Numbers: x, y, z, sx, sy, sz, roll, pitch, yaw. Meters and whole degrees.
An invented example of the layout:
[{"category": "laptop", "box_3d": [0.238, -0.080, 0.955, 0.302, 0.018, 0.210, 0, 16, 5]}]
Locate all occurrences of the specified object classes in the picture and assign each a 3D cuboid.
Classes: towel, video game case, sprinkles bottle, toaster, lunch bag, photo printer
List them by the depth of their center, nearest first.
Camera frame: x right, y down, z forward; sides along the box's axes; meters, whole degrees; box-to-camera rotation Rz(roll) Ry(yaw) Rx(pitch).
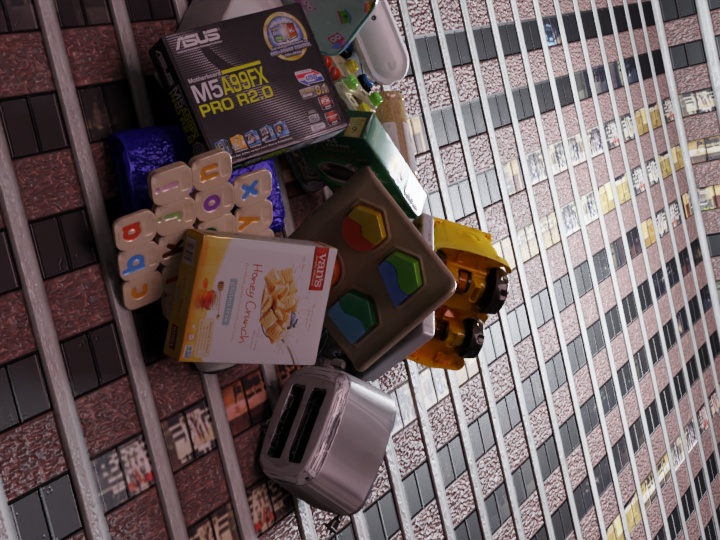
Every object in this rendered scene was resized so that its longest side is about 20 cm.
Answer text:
[{"category": "towel", "box_3d": [-0.181, -0.099, 1.508, 0.198, 0.049, 0.150, -14, 94, -33]}, {"category": "toaster", "box_3d": [-0.045, 0.216, 1.665, 0.129, 0.113, 0.202, 38, 67, -44]}, {"category": "lunch bag", "box_3d": [-0.078, -0.375, 1.704, 0.198, 0.160, 0.078, 30, 53, -11]}, {"category": "video game case", "box_3d": [0.037, 0.048, 1.773, 0.023, 0.200, 0.184, 18, 54, -25]}, {"category": "sprinkles bottle", "box_3d": [0.046, -0.151, 1.874, 0.068, 0.068, 0.203, 24, 52, -55]}, {"category": "photo printer", "box_3d": [0.008, -0.370, 1.920, 0.167, 0.069, 0.202, -110, 176, -64]}]

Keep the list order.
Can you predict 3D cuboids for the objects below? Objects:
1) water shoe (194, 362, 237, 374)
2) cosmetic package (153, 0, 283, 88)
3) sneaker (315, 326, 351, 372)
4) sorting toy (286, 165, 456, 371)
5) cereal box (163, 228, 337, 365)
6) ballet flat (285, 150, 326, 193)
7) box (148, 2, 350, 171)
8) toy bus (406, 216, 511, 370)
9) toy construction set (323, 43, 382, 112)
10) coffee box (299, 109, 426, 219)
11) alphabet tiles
[{"category": "water shoe", "box_3d": [-0.139, 0.047, 1.596, 0.200, 0.071, 0.080, -48, 125, -54]}, {"category": "cosmetic package", "box_3d": [-0.165, -0.276, 1.633, 0.108, 0.084, 0.202, 55, 39, -35]}, {"category": "sneaker", "box_3d": [-0.030, 0.079, 1.773, 0.075, 0.078, 0.204, 12, 73, -60]}, {"category": "sorting toy", "box_3d": [0.000, 0.000, 1.678, 0.201, 0.185, 0.036, 54, 25, 10]}, {"category": "cereal box", "box_3d": [-0.122, 0.033, 1.510, 0.198, 0.039, 0.146, 4, 101, -42]}, {"category": "ballet flat", "box_3d": [-0.087, -0.186, 1.760, 0.201, 0.071, 0.073, 53, 40, -39]}, {"category": "box", "box_3d": [-0.124, -0.209, 1.522, 0.198, 0.044, 0.162, -21, 88, -36]}, {"category": "toy bus", "box_3d": [0.125, 0.019, 2.005, 0.134, 0.202, 0.193, 15, 27, -16]}, {"category": "toy construction set", "box_3d": [-0.037, -0.280, 1.837, 0.131, 0.091, 0.203, 1, 71, -62]}, {"category": "coffee box", "box_3d": [-0.002, -0.139, 1.724, 0.200, 0.121, 0.044, 50, 56, -51]}, {"category": "alphabet tiles", "box_3d": [-0.182, -0.037, 1.470, 0.194, 0.015, 0.202, -23, 133, -27]}]
